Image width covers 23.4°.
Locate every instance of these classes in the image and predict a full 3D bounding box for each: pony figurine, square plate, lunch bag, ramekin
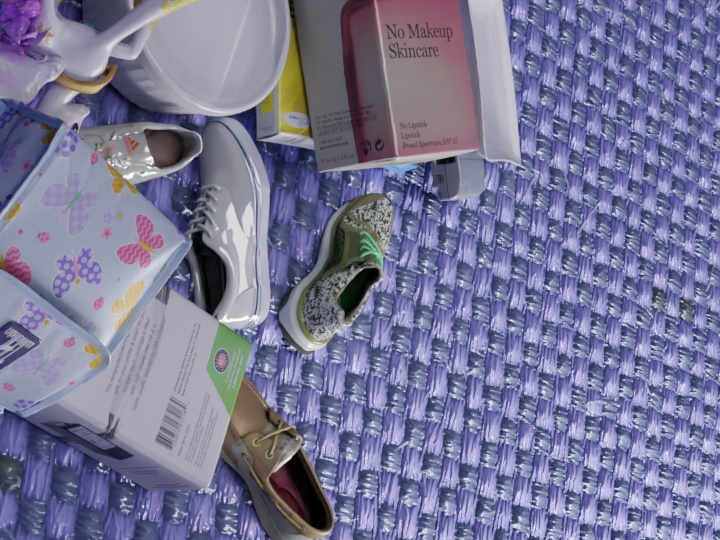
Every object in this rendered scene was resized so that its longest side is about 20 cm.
[{"bbox_3d":[-0.257,-0.189,1.406,0.193,0.167,0.200,30,104,-30],"label":"pony figurine"},{"bbox_3d":[0.138,-0.215,1.911,0.200,0.028,0.199,-6,90,-74],"label":"square plate"},{"bbox_3d":[-0.255,0.001,1.335,0.200,0.127,0.170,-52,132,-10],"label":"lunch bag"},{"bbox_3d":[-0.165,-0.235,1.596,0.202,0.094,0.204,11,75,-45],"label":"ramekin"}]

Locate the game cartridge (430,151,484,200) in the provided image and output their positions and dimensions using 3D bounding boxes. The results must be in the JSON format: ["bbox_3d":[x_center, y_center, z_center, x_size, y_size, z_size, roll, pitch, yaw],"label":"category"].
[{"bbox_3d":[0.098,-0.176,1.868,0.133,0.041,0.201,-12,95,-70],"label":"game cartridge"}]

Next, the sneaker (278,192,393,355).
[{"bbox_3d":[0.000,0.000,1.734,0.077,0.088,0.201,49,51,-29],"label":"sneaker"}]

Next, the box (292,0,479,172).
[{"bbox_3d":[0.024,-0.202,1.667,0.127,0.109,0.201,-10,93,-46],"label":"box"}]

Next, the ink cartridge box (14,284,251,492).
[{"bbox_3d":[-0.205,0.085,1.506,0.200,0.084,0.146,37,58,-37],"label":"ink cartridge box"}]

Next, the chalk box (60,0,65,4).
[{"bbox_3d":[-0.240,-0.336,1.439,0.124,0.200,0.124,19,52,-44],"label":"chalk box"}]

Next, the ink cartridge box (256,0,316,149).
[{"bbox_3d":[-0.022,-0.217,1.729,0.197,0.047,0.201,6,82,-44],"label":"ink cartridge box"}]

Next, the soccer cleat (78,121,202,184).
[{"bbox_3d":[-0.226,-0.098,1.520,0.200,0.077,0.070,-20,98,-46],"label":"soccer cleat"}]

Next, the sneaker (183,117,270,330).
[{"bbox_3d":[-0.128,-0.043,1.618,0.071,0.073,0.201,-7,89,-50],"label":"sneaker"}]

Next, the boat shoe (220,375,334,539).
[{"bbox_3d":[-0.084,0.169,1.633,0.074,0.066,0.201,-48,117,-40],"label":"boat shoe"}]

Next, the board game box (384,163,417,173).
[{"bbox_3d":[-0.014,-0.201,1.793,0.199,0.036,0.152,17,71,-43],"label":"board game box"}]
